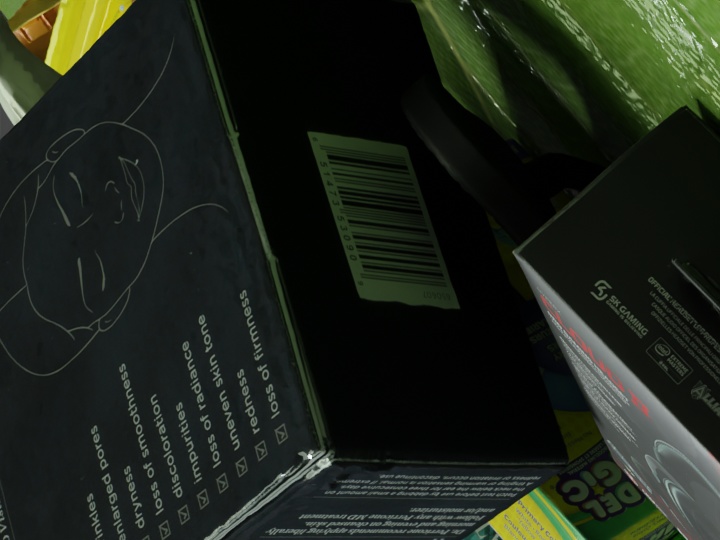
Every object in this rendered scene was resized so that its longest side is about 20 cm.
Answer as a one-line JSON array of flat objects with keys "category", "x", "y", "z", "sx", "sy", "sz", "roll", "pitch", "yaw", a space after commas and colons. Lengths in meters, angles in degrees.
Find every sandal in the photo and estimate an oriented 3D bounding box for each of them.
[{"category": "sandal", "x": 0.083, "y": -0.013, "z": 1.010, "sx": 0.200, "sy": 0.045, "sz": 0.075, "roll": 45, "pitch": -172, "yaw": -47}]

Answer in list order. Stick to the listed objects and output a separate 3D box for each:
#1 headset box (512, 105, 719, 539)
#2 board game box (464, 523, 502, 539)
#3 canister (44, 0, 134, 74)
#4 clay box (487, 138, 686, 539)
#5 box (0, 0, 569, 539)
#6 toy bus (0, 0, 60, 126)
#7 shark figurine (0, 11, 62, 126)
[{"category": "headset box", "x": 0.136, "y": 0.051, "z": 0.893, "sx": 0.149, "sy": 0.077, "sz": 0.200, "roll": 47, "pitch": 175, "yaw": 28}, {"category": "board game box", "x": 0.027, "y": 0.148, "z": 1.268, "sx": 0.200, "sy": 0.135, "sz": 0.028, "roll": 57, "pitch": 176, "yaw": -13}, {"category": "canister", "x": -0.067, "y": -0.071, "z": 1.421, "sx": 0.200, "sy": 0.086, "sz": 0.149, "roll": 45, "pitch": 134, "yaw": 28}, {"category": "clay box", "x": 0.079, "y": 0.046, "z": 1.101, "sx": 0.200, "sy": 0.115, "sz": 0.048, "roll": 46, "pitch": 143, "yaw": 23}, {"category": "box", "x": -0.052, "y": 0.026, "z": 1.034, "sx": 0.124, "sy": 0.196, "sz": 0.201, "roll": 6, "pitch": -123, "yaw": -42}, {"category": "toy bus", "x": -0.146, "y": -0.127, "z": 1.793, "sx": 0.200, "sy": 0.135, "sz": 0.192, "roll": 55, "pitch": -172, "yaw": -30}, {"category": "shark figurine", "x": -0.130, "y": -0.089, "z": 1.348, "sx": 0.215, "sy": 0.128, "sz": 0.090, "roll": 46, "pitch": -141, "yaw": -16}]
